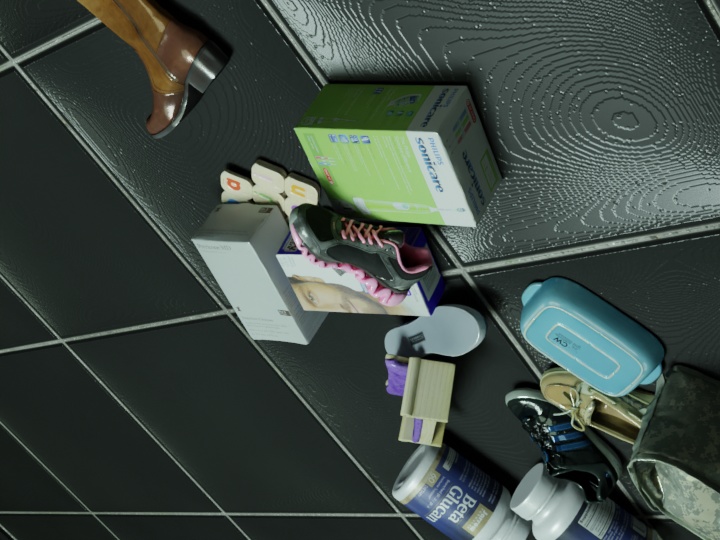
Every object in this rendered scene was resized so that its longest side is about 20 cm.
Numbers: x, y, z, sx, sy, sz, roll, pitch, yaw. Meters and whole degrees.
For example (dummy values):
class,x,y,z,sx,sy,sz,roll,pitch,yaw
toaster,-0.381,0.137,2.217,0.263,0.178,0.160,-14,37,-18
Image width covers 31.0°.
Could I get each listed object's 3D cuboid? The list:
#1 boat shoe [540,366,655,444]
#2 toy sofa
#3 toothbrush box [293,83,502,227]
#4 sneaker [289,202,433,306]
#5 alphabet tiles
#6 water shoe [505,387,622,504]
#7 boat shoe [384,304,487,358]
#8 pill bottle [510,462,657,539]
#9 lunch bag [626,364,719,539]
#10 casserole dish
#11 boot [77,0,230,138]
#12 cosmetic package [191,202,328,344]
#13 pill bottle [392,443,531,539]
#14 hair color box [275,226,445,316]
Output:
class,x,y,z,sx,sy,sz,roll,pitch,yaw
boat shoe,0.323,0.182,1.688,0.199,0.063,0.074,16,142,24
toy sofa,0.076,0.183,1.803,0.097,0.083,0.200,9,163,3
toothbrush box,0.044,-0.135,1.509,0.199,0.086,0.146,7,140,35
sneaker,0.006,-0.034,1.559,0.200,0.079,0.095,29,137,-32
alphabet tiles,-0.102,-0.067,1.775,0.195,0.015,0.200,22,144,13
water shoe,0.276,0.241,1.784,0.200,0.079,0.071,38,145,-6
boat shoe,0.113,0.084,1.743,0.200,0.066,0.070,-27,82,53
pill bottle,0.319,0.369,1.876,0.200,0.111,0.111,36,146,-3
lunch bag,0.425,0.227,1.569,0.199,0.164,0.118,32,142,3
casserole dish,0.284,0.090,1.621,0.200,0.039,0.121,35,139,2
boot,-0.282,-0.275,1.623,0.200,0.069,0.188,40,145,-8
cosmetic package,-0.135,0.004,1.802,0.112,0.081,0.200,2,136,37
pill bottle,0.158,0.354,1.975,0.200,0.111,0.111,36,146,-4
hair color box,0.000,0.000,1.717,0.199,0.065,0.110,3,135,32
